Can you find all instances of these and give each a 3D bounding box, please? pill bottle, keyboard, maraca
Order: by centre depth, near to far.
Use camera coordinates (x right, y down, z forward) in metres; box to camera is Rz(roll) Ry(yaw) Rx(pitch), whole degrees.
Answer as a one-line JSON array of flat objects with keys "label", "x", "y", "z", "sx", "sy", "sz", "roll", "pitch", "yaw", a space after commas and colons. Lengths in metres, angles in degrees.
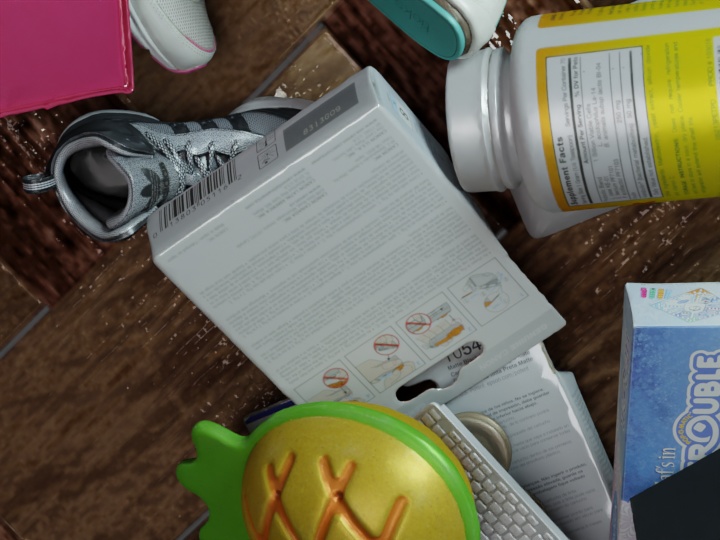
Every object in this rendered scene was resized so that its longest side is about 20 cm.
[{"label": "pill bottle", "x": 0.150, "y": -0.091, "z": 1.211, "sx": 0.198, "sy": 0.109, "sz": 0.110, "roll": -5, "pitch": 103, "yaw": 15}, {"label": "maraca", "x": -0.020, "y": 0.136, "z": 1.279, "sx": 0.199, "sy": 0.107, "sz": 0.138, "roll": -3, "pitch": 113, "yaw": 34}, {"label": "keyboard", "x": 0.095, "y": 0.161, "z": 1.294, "sx": 0.200, "sy": 0.011, "sz": 0.056, "roll": 48, "pitch": 130, "yaw": 0}]

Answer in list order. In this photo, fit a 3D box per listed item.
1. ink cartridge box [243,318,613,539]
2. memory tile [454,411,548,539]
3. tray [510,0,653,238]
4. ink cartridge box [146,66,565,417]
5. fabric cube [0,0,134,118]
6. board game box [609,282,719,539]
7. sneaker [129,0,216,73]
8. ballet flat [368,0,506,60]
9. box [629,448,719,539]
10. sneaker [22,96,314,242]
[{"label": "ink cartridge box", "x": 0.056, "y": 0.140, "z": 1.353, "sx": 0.198, "sy": 0.041, "sz": 0.201, "roll": -21, "pitch": 98, "yaw": 16}, {"label": "memory tile", "x": 0.026, "y": 0.186, "z": 1.340, "sx": 0.199, "sy": 0.017, "sz": 0.154, "roll": -29, "pitch": 95, "yaw": 18}, {"label": "tray", "x": 0.166, "y": -0.099, "z": 1.274, "sx": 0.199, "sy": 0.022, "sz": 0.108, "roll": -22, "pitch": 97, "yaw": 17}, {"label": "ink cartridge box", "x": 0.000, "y": 0.000, "z": 1.272, "sx": 0.160, "sy": 0.047, "sz": 0.200, "roll": -33, "pitch": 125, "yaw": 15}, {"label": "fabric cube", "x": -0.262, "y": -0.189, "z": 1.221, "sx": 0.198, "sy": 0.199, "sz": 0.198, "roll": 11, "pitch": 109, "yaw": 39}, {"label": "board game box", "x": 0.242, "y": 0.095, "z": 1.238, "sx": 0.197, "sy": 0.044, "sz": 0.201, "roll": -1, "pitch": 127, "yaw": 2}, {"label": "sneaker", "x": -0.105, "y": -0.214, "z": 1.276, "sx": 0.087, "sy": 0.081, "sz": 0.202, "roll": -6, "pitch": 103, "yaw": 16}, {"label": "ballet flat", "x": -0.001, "y": -0.192, "z": 1.222, "sx": 0.200, "sy": 0.069, "sz": 0.070, "roll": 37, "pitch": 110, "yaw": 11}, {"label": "box", "x": 0.262, "y": 0.174, "z": 1.222, "sx": 0.141, "sy": 0.079, "sz": 0.200, "roll": -33, "pitch": 122, "yaw": 19}, {"label": "sneaker", "x": -0.097, "y": -0.055, "z": 1.298, "sx": 0.198, "sy": 0.114, "sz": 0.076, "roll": 0, "pitch": 104, "yaw": 13}]
